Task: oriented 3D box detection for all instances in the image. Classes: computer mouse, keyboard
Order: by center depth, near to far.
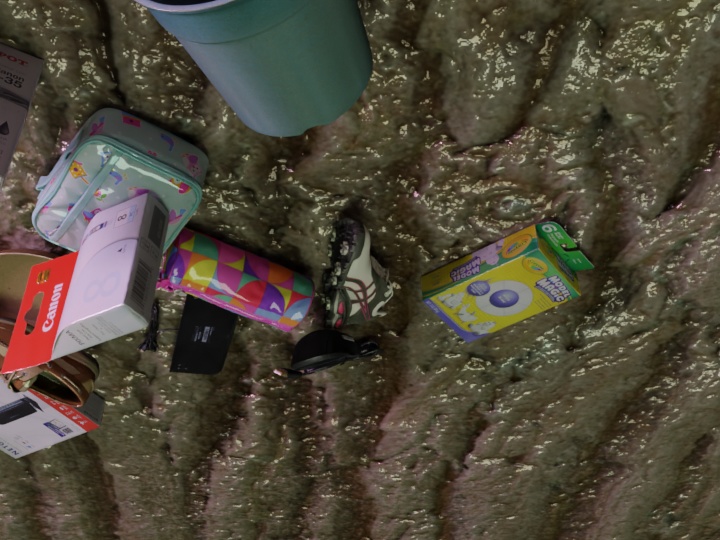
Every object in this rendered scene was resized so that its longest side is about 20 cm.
[{"bbox_3d":[-0.065,0.112,1.352,0.140,0.046,0.200,-18,171,20],"label":"computer mouse"},{"bbox_3d":[-0.239,0.080,1.381,0.127,0.021,0.200,6,137,-16],"label":"keyboard"}]

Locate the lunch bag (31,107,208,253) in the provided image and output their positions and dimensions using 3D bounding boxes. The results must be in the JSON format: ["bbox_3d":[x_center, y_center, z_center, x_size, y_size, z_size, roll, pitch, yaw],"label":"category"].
[{"bbox_3d":[-0.282,-0.086,1.150,0.160,0.077,0.200,25,133,-26],"label":"lunch bag"}]

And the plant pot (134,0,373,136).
[{"bbox_3d":[-0.086,-0.238,0.908,0.200,0.201,0.196,-11,145,13],"label":"plant pot"}]

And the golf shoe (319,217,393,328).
[{"bbox_3d":[0.000,0.000,1.260,0.088,0.077,0.200,-1,148,-9],"label":"golf shoe"}]

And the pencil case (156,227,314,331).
[{"bbox_3d":[-0.159,0.016,1.262,0.199,0.089,0.088,19,135,-22],"label":"pencil case"}]

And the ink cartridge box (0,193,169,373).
[{"bbox_3d":[-0.309,0.014,1.084,0.199,0.160,0.047,-18,136,20],"label":"ink cartridge box"}]

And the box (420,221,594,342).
[{"bbox_3d":[0.192,0.016,1.290,0.200,0.048,0.117,-28,132,25],"label":"box"}]

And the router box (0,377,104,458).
[{"bbox_3d":[-0.515,0.192,1.483,0.179,0.049,0.200,-23,134,23],"label":"router box"}]

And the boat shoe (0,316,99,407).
[{"bbox_3d":[-0.445,0.125,1.335,0.200,0.074,0.076,26,133,-26],"label":"boat shoe"}]

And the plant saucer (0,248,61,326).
[{"bbox_3d":[-0.427,0.032,1.314,0.199,0.036,0.201,0,138,0],"label":"plant saucer"}]

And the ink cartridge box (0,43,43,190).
[{"bbox_3d":[-0.411,-0.152,0.985,0.146,0.200,0.083,20,131,-21],"label":"ink cartridge box"}]
